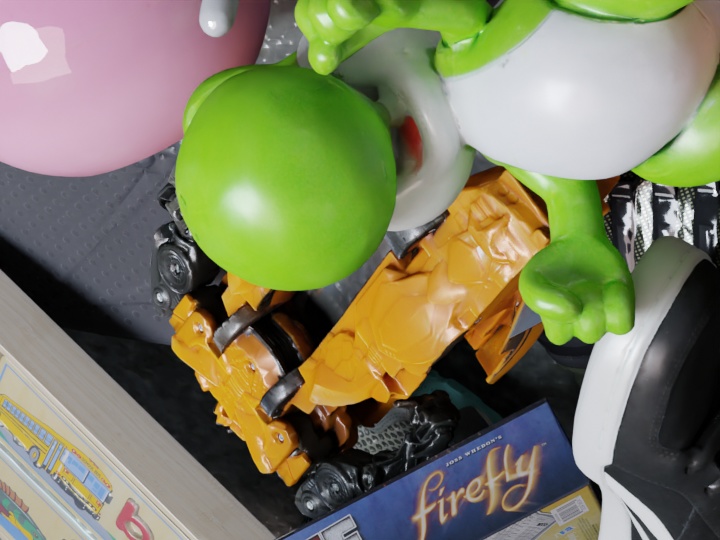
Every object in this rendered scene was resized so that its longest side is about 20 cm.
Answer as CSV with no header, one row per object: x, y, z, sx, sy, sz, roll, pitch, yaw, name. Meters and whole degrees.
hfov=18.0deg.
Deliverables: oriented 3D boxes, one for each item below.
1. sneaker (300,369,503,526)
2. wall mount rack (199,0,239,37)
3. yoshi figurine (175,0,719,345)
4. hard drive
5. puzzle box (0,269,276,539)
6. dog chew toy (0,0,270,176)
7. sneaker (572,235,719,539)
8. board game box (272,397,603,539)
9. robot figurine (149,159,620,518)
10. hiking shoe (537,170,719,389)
0.002,0.118,0.910,0.077,0.091,0.200,25,138,6,sneaker
-0.007,-0.170,0.624,0.199,0.074,0.175,-19,90,41,wall mount rack
0.032,-0.039,0.606,0.199,0.113,0.112,-13,163,27,yoshi figurine
-0.137,-0.041,0.878,0.199,0.042,0.135,11,134,21,hard drive
-0.114,0.085,0.907,0.200,0.025,0.133,43,145,7,puzzle box
-0.110,-0.132,0.725,0.124,0.125,0.201,-10,116,37,dog chew toy
0.131,0.068,0.699,0.111,0.073,0.200,25,155,22,sneaker
0.031,0.120,0.817,0.135,0.035,0.200,-28,155,2,board game box
0.000,0.000,0.766,0.145,0.058,0.200,54,141,12,robot figurine
0.103,-0.025,0.727,0.100,0.076,0.200,37,139,-10,hiking shoe
